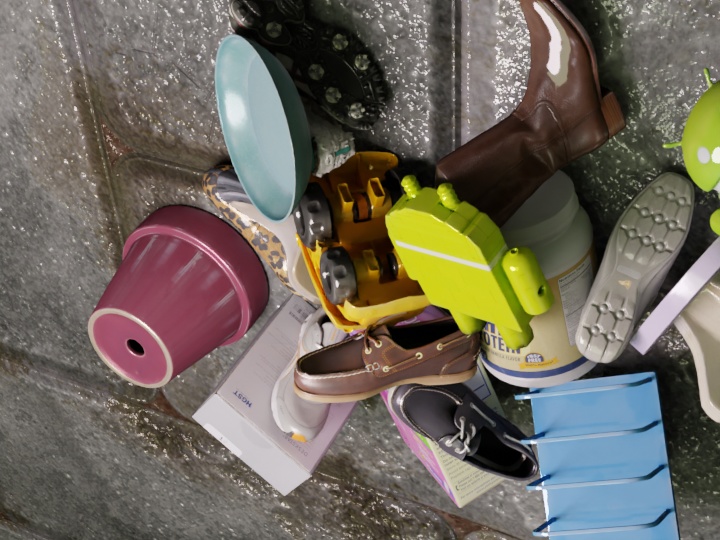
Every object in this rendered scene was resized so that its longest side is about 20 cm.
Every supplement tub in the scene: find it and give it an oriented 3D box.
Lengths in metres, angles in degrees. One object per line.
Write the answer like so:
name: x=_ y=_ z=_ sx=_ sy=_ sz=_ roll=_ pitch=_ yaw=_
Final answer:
supplement tub: x=0.177 y=0.006 z=1.248 sx=0.144 sy=0.145 sz=0.201 roll=5 pitch=129 yaw=30

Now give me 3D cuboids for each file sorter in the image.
file sorter: x=0.243 y=0.213 z=1.235 sx=0.138 sy=0.123 sz=0.201 roll=-9 pitch=84 yaw=21

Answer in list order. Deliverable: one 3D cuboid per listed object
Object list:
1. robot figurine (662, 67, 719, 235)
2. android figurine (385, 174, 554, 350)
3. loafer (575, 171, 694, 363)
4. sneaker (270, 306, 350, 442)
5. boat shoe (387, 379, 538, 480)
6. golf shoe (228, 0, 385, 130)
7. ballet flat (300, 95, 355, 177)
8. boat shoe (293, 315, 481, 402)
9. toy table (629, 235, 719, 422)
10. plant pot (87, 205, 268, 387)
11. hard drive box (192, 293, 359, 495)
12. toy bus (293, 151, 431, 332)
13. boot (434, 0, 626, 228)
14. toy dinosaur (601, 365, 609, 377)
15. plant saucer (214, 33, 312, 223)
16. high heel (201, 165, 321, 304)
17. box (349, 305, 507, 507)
robot figurine: x=0.373 y=-0.100 z=1.045 sx=0.199 sy=0.116 sz=0.176 roll=27 pitch=107 yaw=8
android figurine: x=0.096 y=-0.009 z=1.131 sx=0.182 sy=0.041 sz=0.200 roll=16 pitch=146 yaw=47
loafer: x=0.269 y=-0.003 z=1.185 sx=0.070 sy=0.070 sz=0.201 roll=29 pitch=93 yaw=9
sneaker: x=-0.051 y=0.110 z=1.447 sx=0.075 sy=0.201 sz=0.092 roll=21 pitch=141 yaw=-10
boat shoe: x=0.116 y=0.170 z=1.285 sx=0.200 sy=0.073 sz=0.063 roll=32 pitch=-175 yaw=-29
golf shoe: x=-0.057 y=-0.226 z=1.272 sx=0.200 sy=0.077 sz=0.088 roll=44 pitch=161 yaw=-9
ballet flat: x=-0.070 y=-0.159 z=1.313 sx=0.200 sy=0.071 sz=0.072 roll=41 pitch=150 yaw=46
boat shoe: x=0.027 y=0.083 z=1.233 sx=0.199 sy=0.071 sz=0.071 roll=-10 pitch=128 yaw=-12
toy table: x=0.356 y=0.049 z=1.161 sx=0.117 sy=0.184 sz=0.200 roll=42 pitch=164 yaw=15
plant pot: x=-0.247 y=0.045 z=1.539 sx=0.199 sy=0.179 sz=0.201 roll=18 pitch=134 yaw=20
hard drive box: x=-0.090 y=0.153 z=1.512 sx=0.156 sy=0.200 sz=0.077 roll=42 pitch=137 yaw=-5
toy bus: x=0.000 y=0.000 z=1.321 sx=0.192 sy=0.135 sz=0.201 roll=105 pitch=149 yaw=-50
boot: x=0.132 y=-0.144 z=1.116 sx=0.187 sy=0.200 sz=0.064 roll=55 pitch=177 yaw=-20
toy dinosaur: x=0.246 y=0.152 z=1.353 sx=0.088 sy=0.201 sz=0.047 roll=-15 pitch=154 yaw=9
plant saucer: x=-0.097 y=-0.150 z=1.247 sx=0.200 sy=0.036 sz=0.201 roll=47 pitch=146 yaw=46
high heel: x=-0.117 y=-0.045 z=1.475 sx=0.142 sy=0.071 sz=0.201 roll=21 pitch=147 yaw=43
box: x=0.085 y=0.141 z=1.399 sx=0.201 sy=0.096 sz=0.176 roll=65 pitch=170 yaw=-26
